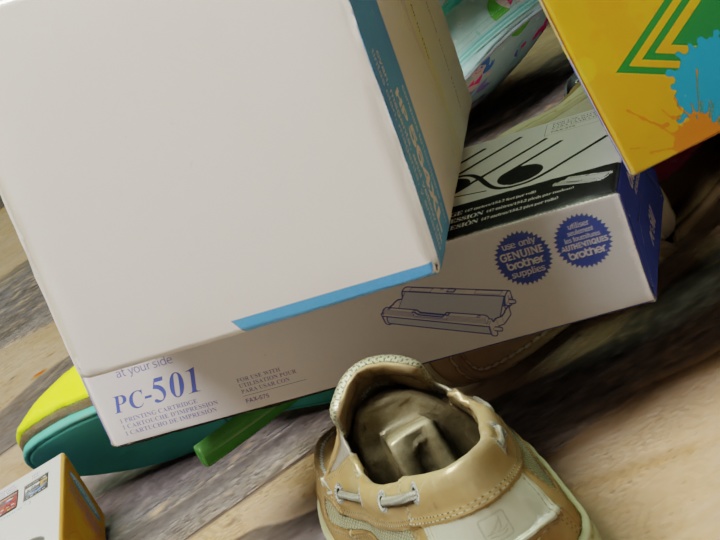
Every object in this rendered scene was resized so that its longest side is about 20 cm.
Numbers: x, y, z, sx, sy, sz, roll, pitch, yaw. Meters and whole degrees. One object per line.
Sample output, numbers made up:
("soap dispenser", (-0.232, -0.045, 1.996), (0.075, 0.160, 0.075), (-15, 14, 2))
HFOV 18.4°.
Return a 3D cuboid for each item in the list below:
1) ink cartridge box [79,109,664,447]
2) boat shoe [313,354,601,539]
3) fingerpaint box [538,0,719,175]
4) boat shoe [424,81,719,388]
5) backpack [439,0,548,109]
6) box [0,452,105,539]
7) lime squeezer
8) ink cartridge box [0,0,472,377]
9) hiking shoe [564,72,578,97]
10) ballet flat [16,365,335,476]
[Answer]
("ink cartridge box", (0.005, 0.000, 0.784), (0.199, 0.044, 0.094), (-16, 20, 16))
("boat shoe", (0.020, 0.058, 0.703), (0.072, 0.076, 0.200), (-35, 14, -12))
("fingerpaint box", (0.143, -0.126, 0.769), (0.166, 0.074, 0.200), (-27, 16, 11))
("boat shoe", (0.095, -0.030, 0.859), (0.200, 0.074, 0.069), (-47, 29, -24))
("backpack", (0.020, -0.155, 1.221), (0.177, 0.151, 0.200), (-40, -11, -33))
("box", (-0.158, 0.137, 0.869), (0.119, 0.042, 0.200), (-30, 17, 0))
("lime squeezer", (0.000, 0.000, 0.871), (0.070, 0.038, 0.200), (11, 46, 15))
("ink cartridge box", (-0.041, -0.072, 0.766), (0.128, 0.126, 0.200), (-17, 18, 13))
("hiking shoe", (0.177, -0.106, 0.955), (0.200, 0.075, 0.087), (-15, 22, 47))
("ballet flat", (-0.060, 0.035, 0.948), (0.199, 0.067, 0.067), (-18, 56, 27))
